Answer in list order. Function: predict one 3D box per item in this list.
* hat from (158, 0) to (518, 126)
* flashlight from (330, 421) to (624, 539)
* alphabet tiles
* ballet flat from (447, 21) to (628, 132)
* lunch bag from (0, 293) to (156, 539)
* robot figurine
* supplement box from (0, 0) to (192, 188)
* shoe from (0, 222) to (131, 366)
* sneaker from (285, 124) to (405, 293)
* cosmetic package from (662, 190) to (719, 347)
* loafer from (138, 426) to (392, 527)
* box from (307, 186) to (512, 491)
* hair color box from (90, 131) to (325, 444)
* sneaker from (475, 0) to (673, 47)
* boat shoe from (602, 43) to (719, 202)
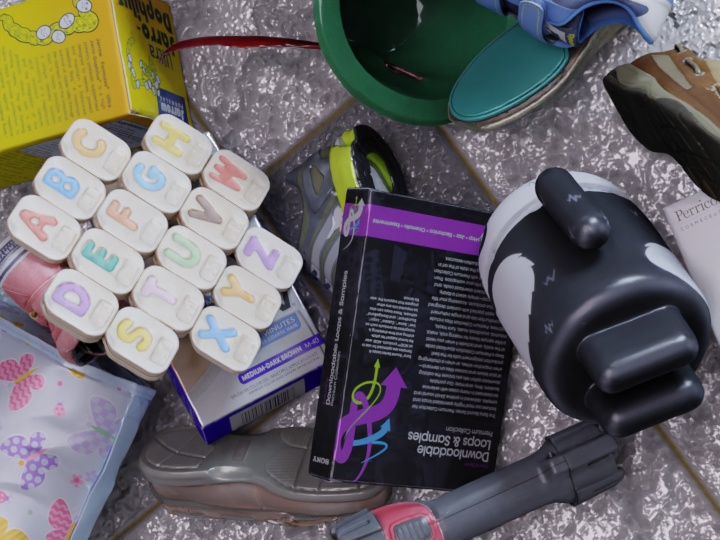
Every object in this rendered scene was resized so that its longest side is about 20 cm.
[{"bbox_3d":[-0.005,-0.195,1.428,0.176,0.199,0.167,9,79,61],"label":"hat"},{"bbox_3d":[0.081,0.166,1.325,0.199,0.068,0.068,-23,121,-10],"label":"flashlight"},{"bbox_3d":[-0.140,-0.020,1.355,0.195,0.200,0.015,32,142,-7],"label":"alphabet tiles"},{"bbox_3d":[0.149,-0.161,1.356,0.200,0.062,0.068,-43,55,10],"label":"ballet flat"},{"bbox_3d":[-0.261,0.124,1.459,0.199,0.127,0.170,24,93,30],"label":"lunch bag"},{"bbox_3d":[0.153,0.021,1.284,0.151,0.124,0.200,-61,33,26],"label":"robot figurine"},{"bbox_3d":[-0.247,-0.138,1.480,0.199,0.109,0.110,-14,81,18],"label":"supplement box"},{"bbox_3d":[-0.207,0.027,1.409,0.071,0.200,0.091,-42,81,-1],"label":"shoe"},{"bbox_3d":[0.000,0.000,1.408,0.081,0.074,0.201,-18,78,35],"label":"sneaker"},{"bbox_3d":[0.291,0.031,1.281,0.107,0.085,0.201,-26,79,18],"label":"cosmetic package"},{"bbox_3d":[-0.066,0.157,1.422,0.199,0.072,0.063,4,129,22],"label":"loafer"},{"bbox_3d":[0.041,0.052,1.346,0.036,0.142,0.201,4,85,55],"label":"box"},{"bbox_3d":[-0.113,0.012,1.425,0.109,0.065,0.201,-27,75,-9],"label":"hair color box"},{"bbox_3d":[0.117,-0.193,1.297,0.199,0.074,0.083,3,87,17],"label":"sneaker"},{"bbox_3d":[0.228,-0.108,1.274,0.074,0.200,0.076,-32,118,-3],"label":"boat shoe"}]
